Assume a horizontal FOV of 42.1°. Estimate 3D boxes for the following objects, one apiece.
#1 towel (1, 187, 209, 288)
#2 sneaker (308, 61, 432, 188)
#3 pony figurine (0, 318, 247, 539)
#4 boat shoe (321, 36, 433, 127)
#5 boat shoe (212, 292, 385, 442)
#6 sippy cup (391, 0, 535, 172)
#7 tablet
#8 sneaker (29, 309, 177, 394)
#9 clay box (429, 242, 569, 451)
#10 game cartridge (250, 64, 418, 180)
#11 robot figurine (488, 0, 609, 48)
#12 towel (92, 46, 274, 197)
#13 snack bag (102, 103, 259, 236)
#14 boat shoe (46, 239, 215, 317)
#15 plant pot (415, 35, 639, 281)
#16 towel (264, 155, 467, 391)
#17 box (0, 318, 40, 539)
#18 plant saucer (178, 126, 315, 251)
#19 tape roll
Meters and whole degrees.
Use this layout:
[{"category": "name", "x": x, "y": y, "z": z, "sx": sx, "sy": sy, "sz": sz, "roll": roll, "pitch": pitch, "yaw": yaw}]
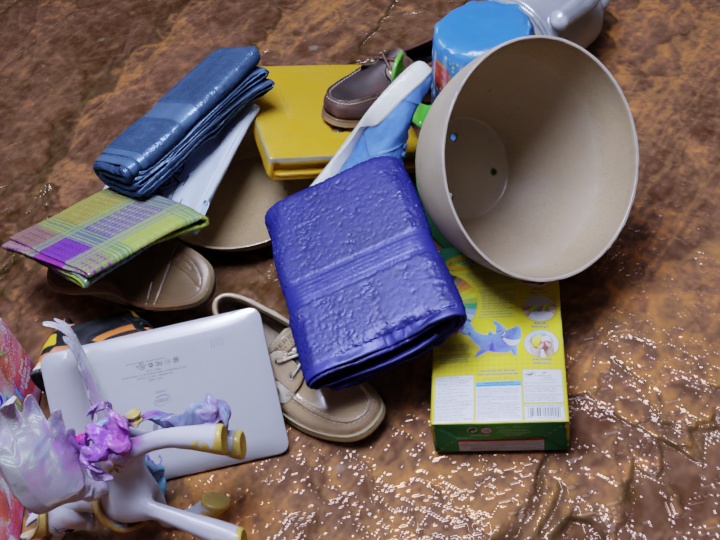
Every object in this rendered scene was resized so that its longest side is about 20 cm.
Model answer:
[{"category": "towel", "x": -0.252, "y": -0.038, "z": 0.916, "sx": 0.143, "sy": 0.023, "sz": 0.199, "roll": -33, "pitch": 30, "yaw": -32}, {"category": "sneaker", "x": 0.031, "y": -0.098, "z": 0.922, "sx": 0.200, "sy": 0.111, "sz": 0.077, "roll": -51, "pitch": 5, "yaw": 13}, {"category": "pony figurine", "x": -0.194, "y": 0.149, "z": 0.740, "sx": 0.197, "sy": 0.195, "sz": 0.167, "roll": -3, "pitch": 25, "yaw": 8}, {"category": "boat shoe", "x": 0.037, "y": -0.218, "z": 1.044, "sx": 0.199, "sy": 0.071, "sz": 0.070, "roll": -29, "pitch": 54, "yaw": -37}, {"category": "boat shoe", "x": -0.064, "y": 0.085, "z": 0.841, "sx": 0.199, "sy": 0.065, "sz": 0.071, "roll": 27, "pitch": 59, "yaw": 32}, {"category": "sippy cup", "x": 0.127, "y": -0.191, "z": 0.935, "sx": 0.176, "sy": 0.131, "sz": 0.140, "roll": -18, "pitch": 47, "yaw": -4}, {"category": "tablet", "x": -0.171, "y": 0.116, "z": 0.816, "sx": 0.198, "sy": 0.132, "sz": 0.014, "roll": -13, "pitch": 2, "yaw": 2}, {"category": "sneaker", "x": -0.209, "y": 0.071, "z": 0.883, "sx": 0.198, "sy": 0.070, "sz": 0.091, "roll": -3, "pitch": 50, "yaw": 12}, {"category": "clay box", "x": 0.122, "y": 0.062, "z": 0.830, "sx": 0.113, "sy": 0.048, "sz": 0.201, "roll": -3, "pitch": 47, "yaw": 11}, {"category": "game cartridge", "x": -0.039, "y": -0.172, "z": 1.052, "sx": 0.174, "sy": 0.033, "sz": 0.201, "roll": -4, "pitch": 39, "yaw": -16}, {"category": "robot figurine", "x": 0.199, "y": -0.278, "z": 1.074, "sx": 0.200, "sy": 0.113, "sz": 0.169, "roll": -41, "pitch": 12, "yaw": -24}, {"category": "towel", "x": -0.187, "y": -0.157, "z": 0.989, "sx": 0.200, "sy": 0.049, "sz": 0.111, "roll": -48, "pitch": 34, "yaw": -18}, {"category": "snack bag", "x": -0.208, "y": -0.102, "z": 1.015, "sx": 0.198, "sy": 0.021, "sz": 0.190, "roll": -6, "pitch": 49, "yaw": 35}, {"category": "boat shoe", "x": -0.219, "y": 0.010, "z": 0.939, "sx": 0.198, "sy": 0.072, "sz": 0.073, "roll": 1, "pitch": 72, "yaw": 26}, {"category": "plant pot", "x": 0.126, "y": -0.094, "z": 0.832, "sx": 0.200, "sy": 0.201, "sz": 0.134, "roll": -36, "pitch": 16, "yaw": -19}, {"category": "towel", "x": 0.000, "y": 0.000, "z": 0.827, "sx": 0.146, "sy": 0.050, "sz": 0.201, "roll": -23, "pitch": 53, "yaw": 5}, {"category": "box", "x": -0.358, "y": 0.154, "z": 0.826, "sx": 0.101, "sy": 0.095, "sz": 0.201, "roll": -12, "pitch": 47, "yaw": 4}, {"category": "plant saucer", "x": -0.122, "y": -0.086, "z": 1.028, "sx": 0.198, "sy": 0.036, "sz": 0.202, "roll": -6, "pitch": 48, "yaw": 7}, {"category": "tape roll", "x": 0.157, "y": -0.092, "z": 0.961, "sx": 0.198, "sy": 0.048, "sz": 0.202, "roll": -7, "pitch": 47, "yaw": 8}]
